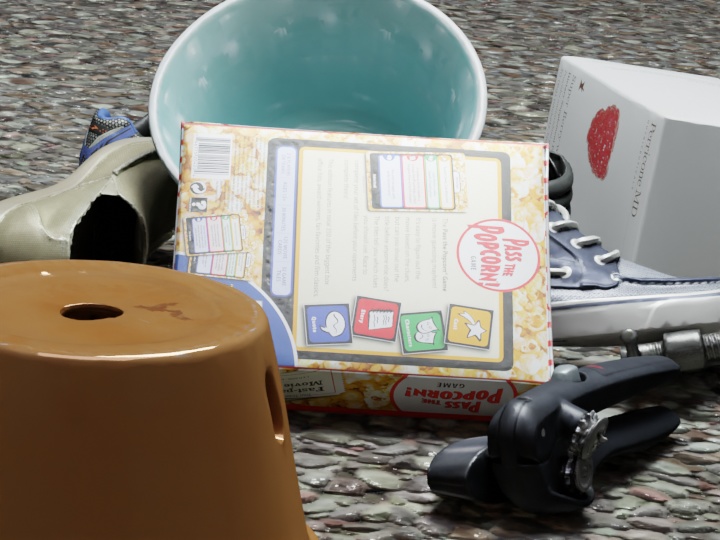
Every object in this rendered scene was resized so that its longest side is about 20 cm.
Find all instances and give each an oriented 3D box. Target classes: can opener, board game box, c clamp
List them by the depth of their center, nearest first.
[{"bbox_3d":[0.109,0.071,1.209,0.079,0.063,0.200,13,17,31],"label":"can opener"},{"bbox_3d":[0.000,0.000,1.305,0.200,0.046,0.152,4,59,-3],"label":"board game box"},{"bbox_3d":[0.235,0.038,1.343,0.200,0.027,0.171,-8,-8,1],"label":"c clamp"}]

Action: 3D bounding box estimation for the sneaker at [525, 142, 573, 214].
[{"bbox_3d":[0.100,-0.037,1.543,0.071,0.099,0.200,2,14,-2],"label":"sneaker"}]

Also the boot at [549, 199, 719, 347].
[{"bbox_3d":[0.114,-0.004,1.374,0.200,0.090,0.073,-3,-9,-2],"label":"boot"}]

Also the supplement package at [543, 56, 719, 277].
[{"bbox_3d":[0.200,-0.055,1.576,0.120,0.121,0.200,7,13,-16],"label":"supplement package"}]

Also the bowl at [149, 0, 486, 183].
[{"bbox_3d":[-0.023,-0.072,1.506,0.201,0.105,0.201,-2,54,2],"label":"bowl"}]

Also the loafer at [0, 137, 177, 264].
[{"bbox_3d":[-0.150,-0.025,1.490,0.068,0.076,0.200,14,27,28],"label":"loafer"}]

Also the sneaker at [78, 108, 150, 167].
[{"bbox_3d":[-0.105,-0.078,1.677,0.200,0.079,0.075,-9,21,-41],"label":"sneaker"}]

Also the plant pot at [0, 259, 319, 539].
[{"bbox_3d":[-0.109,0.079,0.967,0.200,0.140,0.200,3,15,-1],"label":"plant pot"}]
